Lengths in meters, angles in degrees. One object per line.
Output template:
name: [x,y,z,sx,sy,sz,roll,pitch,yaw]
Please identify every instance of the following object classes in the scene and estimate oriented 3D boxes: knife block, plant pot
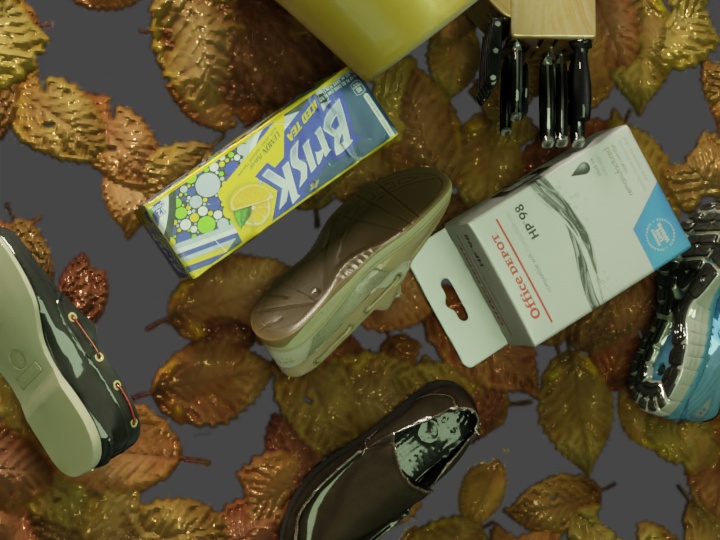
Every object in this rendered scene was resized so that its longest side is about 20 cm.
knife block: [0.160,-0.206,1.504,0.176,0.064,0.200,45,78,3]
plant pot: [-0.002,-0.253,1.404,0.200,0.201,0.189,-38,96,-13]

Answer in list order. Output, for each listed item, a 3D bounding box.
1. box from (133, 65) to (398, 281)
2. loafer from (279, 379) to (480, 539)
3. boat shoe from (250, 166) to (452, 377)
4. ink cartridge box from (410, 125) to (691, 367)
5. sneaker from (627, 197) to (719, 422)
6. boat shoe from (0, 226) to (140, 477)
box: [-0.073,-0.076,1.455,0.200,0.064,0.070,-36,97,-13]
loafer: [0.017,0.160,1.471,0.073,0.071,0.200,46,78,-10]
boat shoe: [0.000,0.000,1.479,0.200,0.072,0.065,-46,136,-16]
ink cartridge box: [0.150,-0.017,1.513,0.199,0.067,0.116,-32,98,-14]
sneaker: [0.292,0.033,1.561,0.090,0.078,0.201,25,86,-32]
boat shoe: [-0.235,0.055,1.412,0.063,0.074,0.202,-25,85,-50]
